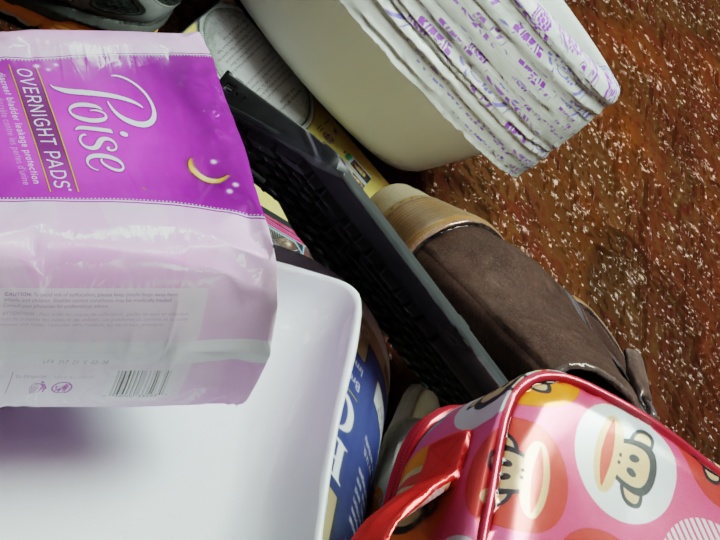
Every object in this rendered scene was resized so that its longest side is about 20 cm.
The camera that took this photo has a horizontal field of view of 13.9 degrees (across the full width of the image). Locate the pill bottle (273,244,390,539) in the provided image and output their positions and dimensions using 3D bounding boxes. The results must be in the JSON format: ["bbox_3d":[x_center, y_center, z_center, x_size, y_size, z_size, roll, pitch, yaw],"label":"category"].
[{"bbox_3d":[-0.054,0.088,0.998,0.111,0.111,0.200,41,32,-20],"label":"pill bottle"}]

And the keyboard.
[{"bbox_3d":[0.000,0.000,1.067,0.127,0.021,0.200,38,-11,49],"label":"keyboard"}]

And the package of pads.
[{"bbox_3d":[-0.131,-0.016,0.890,0.200,0.076,0.121,0,43,-21],"label":"package of pads"}]

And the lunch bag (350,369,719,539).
[{"bbox_3d":[0.062,0.139,0.974,0.176,0.082,0.200,33,55,-27],"label":"lunch bag"}]

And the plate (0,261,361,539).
[{"bbox_3d":[-0.107,0.049,0.906,0.200,0.032,0.200,15,38,-5],"label":"plate"}]

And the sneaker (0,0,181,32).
[{"bbox_3d":[-0.137,-0.142,1.164,0.200,0.077,0.078,8,54,-50],"label":"sneaker"}]

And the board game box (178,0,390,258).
[{"bbox_3d":[-0.056,-0.022,1.191,0.136,0.035,0.200,50,29,-6],"label":"board game box"}]

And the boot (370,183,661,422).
[{"bbox_3d":[0.085,0.057,1.196,0.200,0.072,0.166,44,2,-40],"label":"boot"}]

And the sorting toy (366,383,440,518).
[{"bbox_3d":[0.059,0.126,1.145,0.200,0.107,0.180,41,23,-17],"label":"sorting toy"}]

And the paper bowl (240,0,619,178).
[{"bbox_3d":[0.016,-0.124,1.300,0.201,0.104,0.201,49,9,-10],"label":"paper bowl"}]
